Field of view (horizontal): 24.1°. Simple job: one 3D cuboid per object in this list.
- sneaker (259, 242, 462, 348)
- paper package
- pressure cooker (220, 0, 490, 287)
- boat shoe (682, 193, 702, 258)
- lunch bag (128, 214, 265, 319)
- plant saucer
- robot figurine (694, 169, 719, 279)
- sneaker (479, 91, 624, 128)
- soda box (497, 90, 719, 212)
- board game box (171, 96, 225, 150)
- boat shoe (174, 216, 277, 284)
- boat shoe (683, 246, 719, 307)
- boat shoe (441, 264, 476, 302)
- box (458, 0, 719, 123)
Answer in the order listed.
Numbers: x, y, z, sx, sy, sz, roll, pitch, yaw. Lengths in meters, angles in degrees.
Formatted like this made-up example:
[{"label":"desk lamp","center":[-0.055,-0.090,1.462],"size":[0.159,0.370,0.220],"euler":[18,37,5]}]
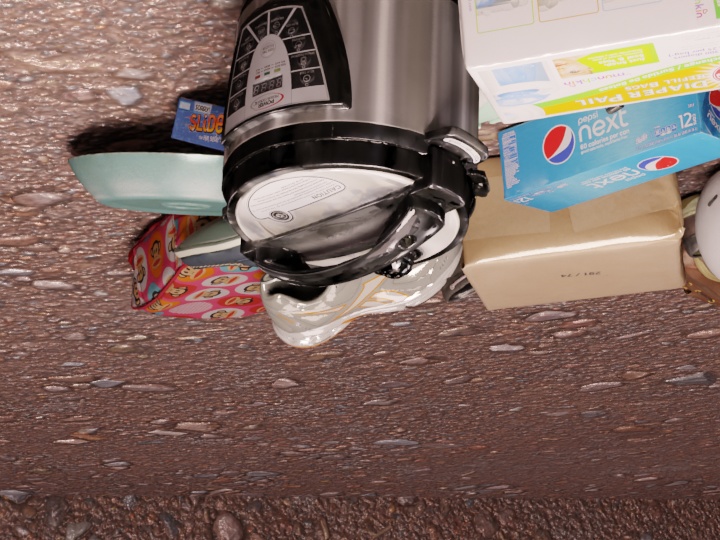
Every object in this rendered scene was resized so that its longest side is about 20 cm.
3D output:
[{"label":"sneaker","center":[0.000,0.000,1.545],"size":[0.200,0.076,0.092],"euler":[-29,148,3]},{"label":"paper package","center":[0.197,-0.039,1.561],"size":[0.200,0.104,0.191],"euler":[-7,164,10]},{"label":"pressure cooker","center":[-0.003,-0.087,1.128],"size":[0.178,0.200,0.176],"euler":[5,156,-4]},{"label":"boat shoe","center":[0.411,-0.045,1.651],"size":[0.201,0.066,0.072],"euler":[-5,164,3]},{"label":"lunch bag","center":[-0.120,-0.007,1.641],"size":[0.176,0.082,0.200],"euler":[4,162,-27]},{"label":"plant saucer","center":[-0.146,-0.070,1.413],"size":[0.200,0.036,0.200],"euler":[2,176,0]},{"label":"robot figurine","center":[0.409,-0.045,1.554],"size":[0.200,0.151,0.125],"euler":[-3,-179,-4]},{"label":"sneaker","center":[0.113,-0.131,1.256],"size":[0.118,0.074,0.200],"euler":[16,153,-37]},{"label":"soda box","center":[0.212,-0.107,1.390],"size":[0.200,0.064,0.068],"euler":[-17,160,41]},{"label":"board game box","center":[-0.029,-0.095,1.331],"size":[0.200,0.035,0.135],"euler":[9,-174,-41]},{"label":"boat shoe","center":[-0.070,-0.027,1.474],"size":[0.200,0.075,0.062],"euler":[-16,117,23]},{"label":"boat shoe","center":[0.379,-0.001,1.809],"size":[0.067,0.072,0.200],"euler":[-7,159,31]},{"label":"boat shoe","center":[0.167,-0.011,1.735],"size":[0.200,0.057,0.067],"euler":[-14,161,33]},{"label":"box","center":[0.172,-0.172,1.079],"size":[0.200,0.102,0.112],"euler":[-8,164,16]}]
